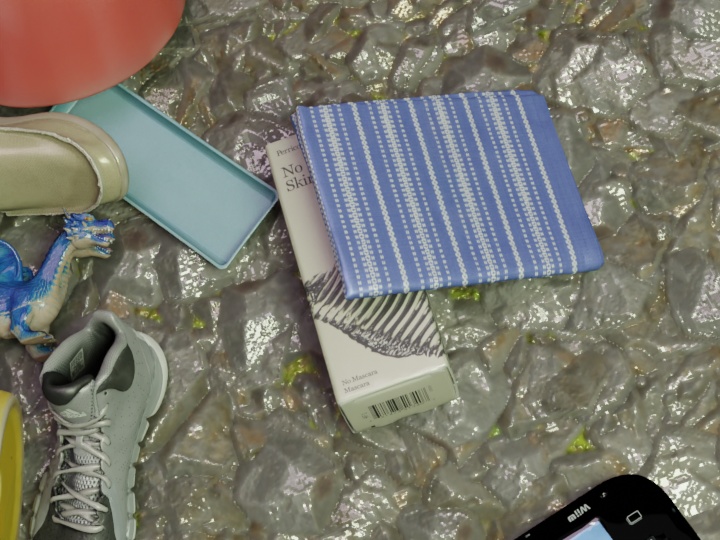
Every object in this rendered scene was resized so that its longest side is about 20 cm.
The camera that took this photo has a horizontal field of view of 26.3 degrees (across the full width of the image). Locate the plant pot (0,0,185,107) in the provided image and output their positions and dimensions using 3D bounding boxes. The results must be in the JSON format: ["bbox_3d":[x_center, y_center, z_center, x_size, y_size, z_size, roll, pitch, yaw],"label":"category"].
[{"bbox_3d":[-0.237,-0.249,1.113,0.198,0.178,0.202,-3,51,4],"label":"plant pot"}]

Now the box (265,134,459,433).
[{"bbox_3d":[0.000,0.000,1.044,0.081,0.068,0.202,-20,65,2],"label":"box"}]

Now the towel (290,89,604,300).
[{"bbox_3d":[0.060,-0.053,1.034,0.198,0.024,0.146,-6,64,-25],"label":"towel"}]

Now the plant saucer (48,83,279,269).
[{"bbox_3d":[-0.150,-0.077,1.131,0.199,0.019,0.070,35,83,23],"label":"plant saucer"}]

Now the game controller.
[{"bbox_3d":[0.119,0.210,0.945,0.199,0.042,0.105,-32,65,-5],"label":"game controller"}]

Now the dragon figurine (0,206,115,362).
[{"bbox_3d":[-0.263,0.017,1.092,0.198,0.059,0.100,-13,65,5],"label":"dragon figurine"}]

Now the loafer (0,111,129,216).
[{"bbox_3d":[-0.260,-0.072,1.115,0.198,0.076,0.068,8,36,24],"label":"loafer"}]

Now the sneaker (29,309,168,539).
[{"bbox_3d":[-0.187,0.118,1.002,0.074,0.116,0.202,4,67,13],"label":"sneaker"}]

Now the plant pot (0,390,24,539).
[{"bbox_3d":[-0.318,0.138,0.987,0.187,0.201,0.203,3,66,-4],"label":"plant pot"}]
